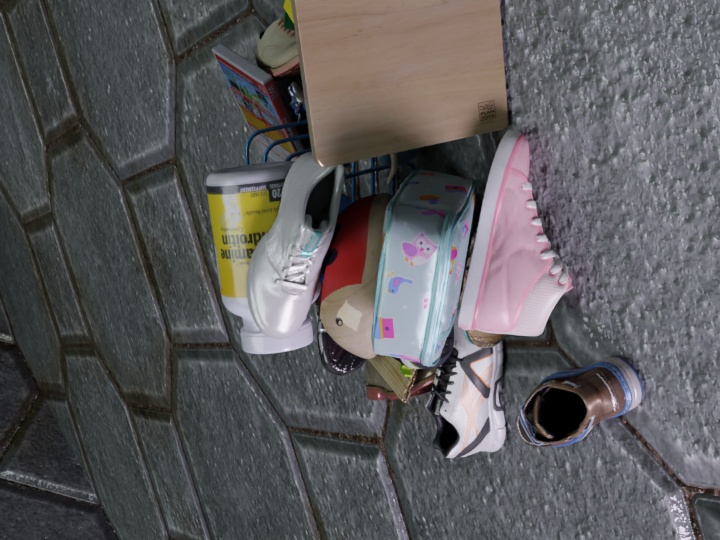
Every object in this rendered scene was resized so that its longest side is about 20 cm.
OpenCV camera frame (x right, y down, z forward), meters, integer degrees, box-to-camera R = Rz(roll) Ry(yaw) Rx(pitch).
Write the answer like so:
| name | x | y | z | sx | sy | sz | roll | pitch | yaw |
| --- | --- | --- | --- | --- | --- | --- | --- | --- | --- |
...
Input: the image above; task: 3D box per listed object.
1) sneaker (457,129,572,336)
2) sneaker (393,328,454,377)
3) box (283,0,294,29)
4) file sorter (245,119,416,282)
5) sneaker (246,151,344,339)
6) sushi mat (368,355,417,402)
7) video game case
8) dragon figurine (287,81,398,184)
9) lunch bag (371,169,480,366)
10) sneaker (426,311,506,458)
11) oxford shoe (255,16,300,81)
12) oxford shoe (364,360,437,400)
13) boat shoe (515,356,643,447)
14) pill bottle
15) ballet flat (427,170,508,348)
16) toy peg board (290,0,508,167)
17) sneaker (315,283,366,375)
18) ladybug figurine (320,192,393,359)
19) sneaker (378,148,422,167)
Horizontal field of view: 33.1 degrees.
| name | x | y | z | sx | sy | sz | roll | pitch | yaw |
| --- | --- | --- | --- | --- | --- | --- | --- | --- | --- |
| sneaker | 0.164 | -0.031 | 1.184 | 0.075 | 0.104 | 0.201 | -13 | -65 | -78 |
| sneaker | 0.057 | 0.015 | 1.337 | 0.083 | 0.071 | 0.201 | -13 | 69 | 59 |
| box | -0.008 | -0.319 | 1.260 | 0.049 | 0.117 | 0.200 | 61 | 153 | 20 |
| file sorter | -0.036 | -0.092 | 1.443 | 0.200 | 0.138 | 0.123 | 34 | 132 | 50 |
| sneaker | -0.062 | -0.025 | 1.244 | 0.088 | 0.075 | 0.201 | -165 | 89 | -68 |
| sushi mat | 0.031 | 0.072 | 1.474 | 0.096 | 0.012 | 0.200 | -67 | 30 | 15 |
| video game case | -0.119 | -0.192 | 1.589 | 0.143 | 0.017 | 0.201 | 39 | 160 | 47 |
| dragon figurine | -0.007 | -0.150 | 1.277 | 0.200 | 0.059 | 0.100 | 52 | 156 | 25 |
| lunch bag | 0.064 | -0.004 | 1.172 | 0.200 | 0.077 | 0.161 | -56 | -26 | -68 |
| sneaker | 0.114 | 0.123 | 1.358 | 0.074 | 0.080 | 0.201 | 24 | 125 | 59 |
| oxford shoe | -0.087 | -0.277 | 1.490 | 0.200 | 0.070 | 0.074 | 0 | 104 | 62 |
| oxford shoe | 0.052 | 0.116 | 1.483 | 0.200 | 0.070 | 0.075 | -18 | 85 | 62 |
| boat shoe | 0.197 | 0.137 | 1.213 | 0.073 | 0.072 | 0.200 | 64 | 153 | 14 |
| pill bottle | -0.103 | -0.015 | 1.338 | 0.112 | 0.112 | 0.201 | 10 | 110 | 60 |
| ballet flat | 0.121 | -0.019 | 1.288 | 0.065 | 0.070 | 0.201 | -19 | 92 | 36 |
| toy peg board | 0.028 | -0.226 | 1.182 | 0.098 | 0.199 | 0.200 | -130 | 30 | -64 |
| sneaker | -0.028 | 0.051 | 1.518 | 0.116 | 0.075 | 0.201 | 137 | 146 | -56 |
| ladybug figurine | 0.000 | 0.000 | 1.292 | 0.136 | 0.071 | 0.201 | 94 | -176 | -51 |
| sneaker | 0.017 | -0.223 | 1.317 | 0.131 | 0.079 | 0.201 | 48 | 144 | 36 |
